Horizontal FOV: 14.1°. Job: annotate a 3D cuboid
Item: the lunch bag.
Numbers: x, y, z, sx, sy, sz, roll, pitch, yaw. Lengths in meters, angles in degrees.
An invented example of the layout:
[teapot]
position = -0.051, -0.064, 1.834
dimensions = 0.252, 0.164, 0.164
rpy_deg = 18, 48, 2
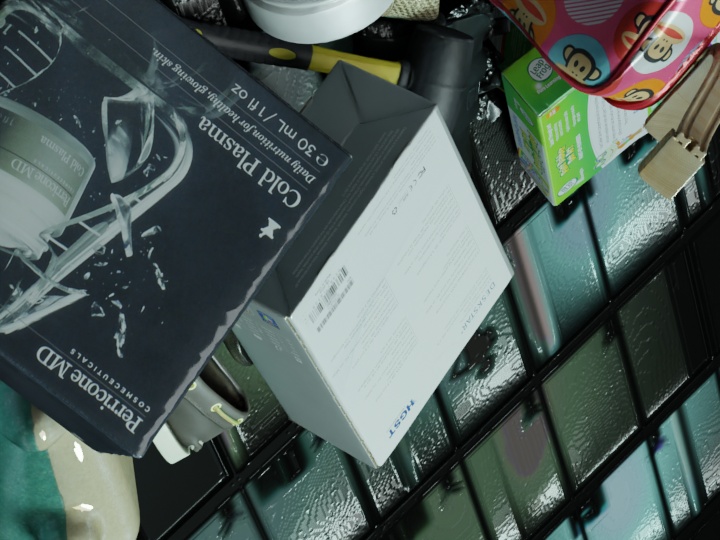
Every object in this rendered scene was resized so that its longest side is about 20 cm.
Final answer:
[lunch bag]
position = 0.150, -0.216, 1.753
dimensions = 0.176, 0.200, 0.082
rpy_deg = -51, 146, 18

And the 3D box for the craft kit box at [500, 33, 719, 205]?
[craft kit box]
position = 0.186, -0.142, 1.901
dimensions = 0.197, 0.049, 0.200
rpy_deg = -40, 164, -5

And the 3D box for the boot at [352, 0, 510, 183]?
[boot]
position = 0.008, -0.090, 1.813
dimensions = 0.198, 0.073, 0.163
rpy_deg = -25, 134, -37

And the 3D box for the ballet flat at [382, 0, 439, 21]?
[ballet flat]
position = 0.058, -0.242, 1.736
dimensions = 0.075, 0.068, 0.201
rpy_deg = 15, 105, -22

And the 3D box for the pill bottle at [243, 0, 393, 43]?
[pill bottle]
position = -0.041, -0.227, 1.604
dimensions = 0.113, 0.113, 0.201
rpy_deg = -41, 143, -19

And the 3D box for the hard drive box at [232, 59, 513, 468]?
[hard drive box]
position = 0.000, 0.000, 1.722
dimensions = 0.156, 0.077, 0.200
rpy_deg = -54, 150, -16

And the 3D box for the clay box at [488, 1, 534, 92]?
[clay box]
position = 0.169, -0.200, 1.932
dimensions = 0.199, 0.048, 0.115
rpy_deg = -28, 139, -36

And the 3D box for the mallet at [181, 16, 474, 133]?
[mallet]
position = -0.021, -0.134, 1.720
dimensions = 0.199, 0.041, 0.066
rpy_deg = 17, 99, -28

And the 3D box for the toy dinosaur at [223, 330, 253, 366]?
[toy dinosaur]
position = -0.091, -0.013, 1.750
dimensions = 0.077, 0.102, 0.200
rpy_deg = -57, 154, -12

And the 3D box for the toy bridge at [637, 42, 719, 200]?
[toy bridge]
position = 0.200, -0.103, 1.742
dimensions = 0.067, 0.027, 0.200
rpy_deg = -49, -174, 21

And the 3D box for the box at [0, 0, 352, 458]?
[box]
position = -0.148, -0.039, 1.526
dimensions = 0.200, 0.124, 0.197
rpy_deg = 38, 80, -13

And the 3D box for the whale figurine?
[whale figurine]
position = -0.190, 0.099, 1.674
dimensions = 0.103, 0.160, 0.200
rpy_deg = -10, 159, 3

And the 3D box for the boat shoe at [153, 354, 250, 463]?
[boat shoe]
position = -0.123, 0.034, 1.712
dimensions = 0.060, 0.072, 0.202
rpy_deg = -24, 139, 2
